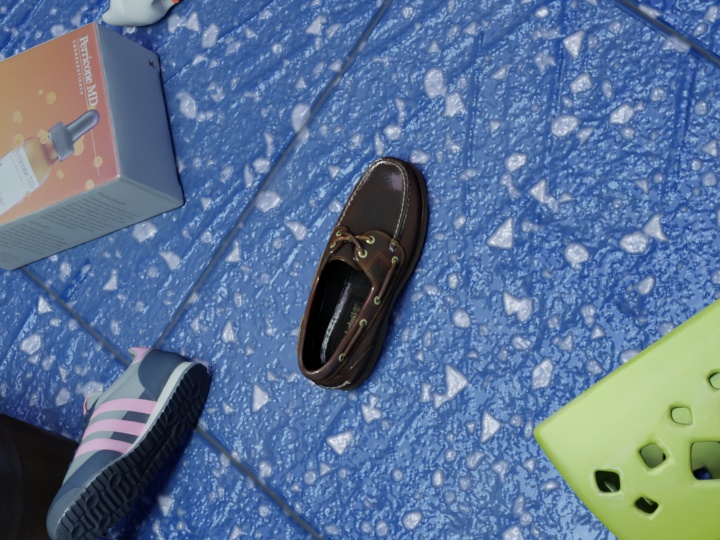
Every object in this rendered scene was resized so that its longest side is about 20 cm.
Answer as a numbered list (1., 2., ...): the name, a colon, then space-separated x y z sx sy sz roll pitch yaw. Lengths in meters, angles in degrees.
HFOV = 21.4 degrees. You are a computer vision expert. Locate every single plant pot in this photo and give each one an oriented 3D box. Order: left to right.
1. plant pot: -0.329 0.199 1.620 0.199 0.198 0.202 -6 77 26
2. plant pot: 0.267 0.135 1.335 0.200 0.199 0.182 -37 72 15

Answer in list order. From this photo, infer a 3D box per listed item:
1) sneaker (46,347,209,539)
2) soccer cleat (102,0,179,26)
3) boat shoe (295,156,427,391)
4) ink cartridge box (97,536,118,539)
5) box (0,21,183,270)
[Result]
1. sneaker: -0.213 0.147 1.614 0.082 0.070 0.200 21 55 28
2. soccer cleat: -0.212 -0.322 1.749 0.077 0.069 0.202 -10 78 28
3. boat shoe: 0.000 0.000 1.568 0.070 0.070 0.202 11 83 29
4. ink cartridge box: -0.197 0.332 1.615 0.099 0.039 0.202 10 85 29
5. box: -0.278 -0.108 1.712 0.199 0.106 0.153 -20 71 23
